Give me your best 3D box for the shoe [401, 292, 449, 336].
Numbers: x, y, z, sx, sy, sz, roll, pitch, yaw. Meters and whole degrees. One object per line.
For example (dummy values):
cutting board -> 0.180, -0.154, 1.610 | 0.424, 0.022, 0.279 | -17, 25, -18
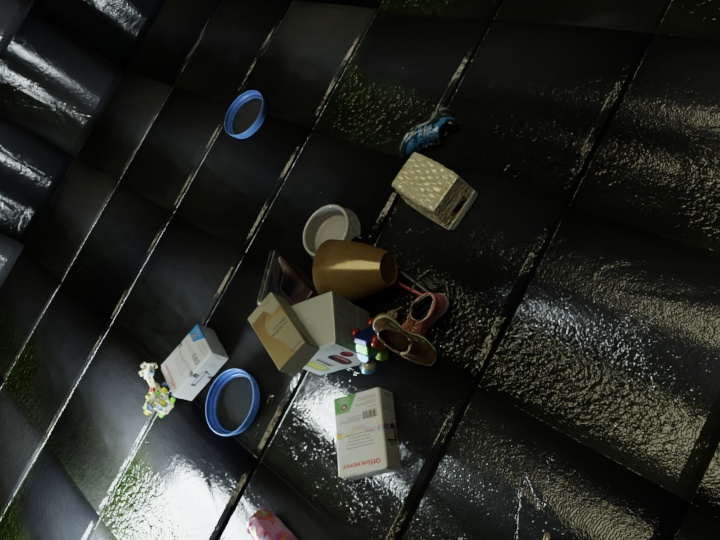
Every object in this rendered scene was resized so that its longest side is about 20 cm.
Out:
shoe -> 0.143, 0.135, 1.550 | 0.201, 0.090, 0.072 | -50, 60, 17

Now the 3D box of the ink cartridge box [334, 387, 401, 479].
ink cartridge box -> 0.016, 0.421, 1.529 | 0.143, 0.084, 0.203 | -20, 59, 25

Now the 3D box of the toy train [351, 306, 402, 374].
toy train -> 0.062, 0.188, 1.602 | 0.084, 0.199, 0.118 | 13, 117, 36

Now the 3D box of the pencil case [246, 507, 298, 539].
pencil case -> -0.215, 0.713, 1.559 | 0.198, 0.087, 0.088 | 26, 85, 38

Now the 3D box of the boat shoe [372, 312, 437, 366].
boat shoe -> 0.113, 0.191, 1.494 | 0.075, 0.201, 0.075 | -52, 17, 18

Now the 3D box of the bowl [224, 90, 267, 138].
bowl -> -0.447, -0.607, 2.328 | 0.198, 0.039, 0.204 | -15, 62, 29

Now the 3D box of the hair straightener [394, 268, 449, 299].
hair straightener -> 0.167, 0.033, 1.627 | 0.199, 0.041, 0.078 | 28, 87, 39

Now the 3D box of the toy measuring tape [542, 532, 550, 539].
toy measuring tape -> 0.440, 0.611, 1.182 | 0.073, 0.073, 0.201 | -42, 35, 11

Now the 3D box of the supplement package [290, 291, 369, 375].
supplement package -> -0.096, 0.180, 1.639 | 0.189, 0.199, 0.149 | -19, 60, 26

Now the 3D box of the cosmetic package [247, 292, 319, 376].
cosmetic package -> -0.202, 0.164, 1.544 | 0.105, 0.071, 0.200 | -48, 52, 7

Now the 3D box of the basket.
basket -> 0.203, -0.227, 1.665 | 0.199, 0.123, 0.136 | 38, 93, 38

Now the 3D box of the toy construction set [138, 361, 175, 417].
toy construction set -> -0.683, 0.403, 1.980 | 0.092, 0.131, 0.201 | -40, 53, 11

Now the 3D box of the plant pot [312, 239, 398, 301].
plant pot -> 0.000, 0.000, 1.656 | 0.197, 0.186, 0.190 | -3, 67, 35

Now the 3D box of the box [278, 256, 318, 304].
box -> -0.190, 0.052, 1.824 | 0.075, 0.100, 0.200 | -51, 50, 4

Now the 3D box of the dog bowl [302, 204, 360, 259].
dog bowl -> -0.097, -0.115, 1.861 | 0.197, 0.058, 0.203 | -15, 62, 29

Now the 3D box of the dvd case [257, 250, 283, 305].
dvd case -> -0.254, 0.045, 1.695 | 0.016, 0.200, 0.151 | 11, 73, 4

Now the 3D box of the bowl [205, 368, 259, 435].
bowl -> -0.392, 0.406, 1.831 | 0.198, 0.039, 0.204 | -15, 62, 29

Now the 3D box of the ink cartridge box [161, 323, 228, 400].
ink cartridge box -> -0.549, 0.303, 1.963 | 0.200, 0.084, 0.146 | -47, 51, 8

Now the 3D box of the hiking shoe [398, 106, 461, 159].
hiking shoe -> 0.200, -0.401, 1.775 | 0.200, 0.074, 0.087 | -42, 52, 11
